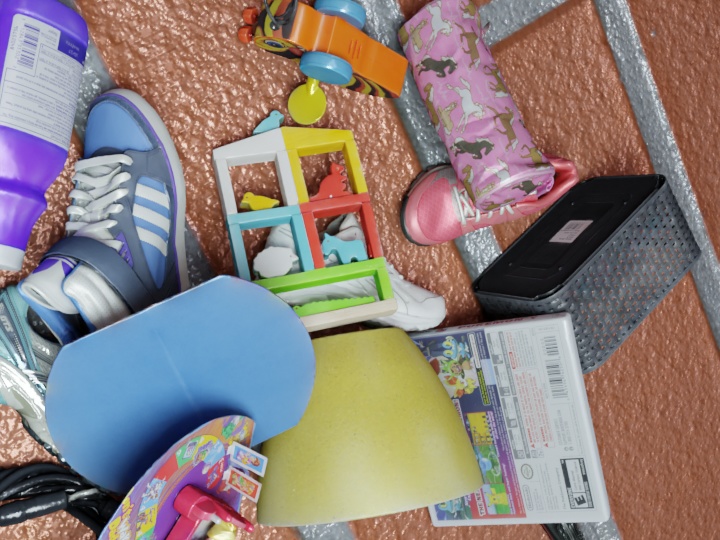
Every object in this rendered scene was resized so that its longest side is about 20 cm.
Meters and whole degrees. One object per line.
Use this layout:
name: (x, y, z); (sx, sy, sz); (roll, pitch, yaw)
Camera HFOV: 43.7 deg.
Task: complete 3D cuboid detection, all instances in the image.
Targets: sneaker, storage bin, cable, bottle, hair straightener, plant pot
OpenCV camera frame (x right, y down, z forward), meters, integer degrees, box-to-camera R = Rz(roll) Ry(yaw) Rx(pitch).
sneaker: (0.129, -0.080, 0.883); (0.198, 0.086, 0.075); (-22, 102, -25)
sneaker: (-0.199, -0.031, 0.678); (0.146, 0.079, 0.204); (-32, 116, -64)
storage bin: (0.229, -0.002, 0.912); (0.200, 0.135, 0.094); (-42, 110, -19)
sneaker: (-0.231, 0.096, 0.709); (0.087, 0.077, 0.201); (-48, 113, -21)
cable: (-0.251, 0.226, 0.656); (0.162, 0.051, 0.200); (36, 42, 5)
bottle: (-0.259, -0.103, 0.670); (0.083, 0.064, 0.204); (19, 76, -58)
hair straightener: (0.241, 0.302, 0.971); (0.041, 0.077, 0.202); (-35, 108, -19)
plant pot: (-0.002, 0.129, 0.780); (0.197, 0.199, 0.145); (-5, 81, -27)
sneaker: (0.000, 0.000, 0.827); (0.197, 0.078, 0.101); (14, 83, -29)

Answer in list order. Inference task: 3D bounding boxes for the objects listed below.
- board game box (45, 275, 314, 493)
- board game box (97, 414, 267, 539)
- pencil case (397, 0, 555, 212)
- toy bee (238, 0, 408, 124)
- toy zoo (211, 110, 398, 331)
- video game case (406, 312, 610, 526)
board game box: (-0.134, 0.079, 0.673); (0.197, 0.039, 0.160); (-25, 127, -7)
board game box: (-0.120, 0.205, 0.643); (0.157, 0.039, 0.203); (-29, 139, -52)
pencil case: (0.106, -0.153, 0.831); (0.085, 0.083, 0.203); (-25, 75, 15)
toy bee: (-0.047, -0.212, 0.786); (0.132, 0.107, 0.200); (-62, 141, -20)
toy zoo: (-0.053, -0.048, 0.780); (0.129, 0.020, 0.203); (-9, 73, -15)
video game case: (0.131, 0.148, 0.861); (0.023, 0.179, 0.204); (-36, 114, -62)
